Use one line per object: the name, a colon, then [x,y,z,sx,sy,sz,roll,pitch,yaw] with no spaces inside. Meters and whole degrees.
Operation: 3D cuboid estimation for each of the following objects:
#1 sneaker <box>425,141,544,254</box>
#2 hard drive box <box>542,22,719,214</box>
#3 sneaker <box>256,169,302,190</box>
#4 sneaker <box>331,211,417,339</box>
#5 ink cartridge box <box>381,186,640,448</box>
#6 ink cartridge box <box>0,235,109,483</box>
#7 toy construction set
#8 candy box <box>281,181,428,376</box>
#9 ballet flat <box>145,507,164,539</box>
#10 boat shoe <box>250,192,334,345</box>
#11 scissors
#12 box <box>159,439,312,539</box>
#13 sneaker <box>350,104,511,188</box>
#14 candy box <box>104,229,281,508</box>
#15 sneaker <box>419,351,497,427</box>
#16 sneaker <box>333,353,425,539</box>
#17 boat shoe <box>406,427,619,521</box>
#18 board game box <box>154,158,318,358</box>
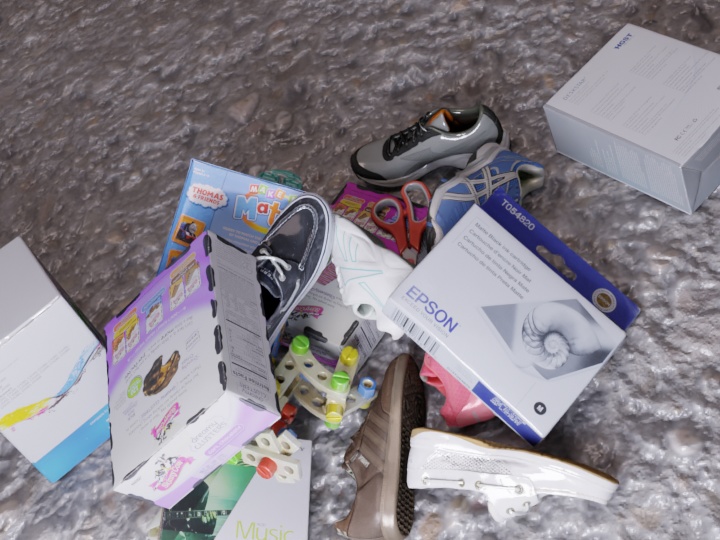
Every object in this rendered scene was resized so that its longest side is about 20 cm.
sneaker: [0.135,-0.076,1.280,0.076,0.077,0.200,16,46,28]
hard drive box: [0.328,-0.173,1.283,0.156,0.077,0.199,-43,46,-13]
sneaker: [-0.112,-0.023,1.369,0.076,0.092,0.202,14,48,11]
sneaker: [0.000,0.000,1.222,0.081,0.070,0.200,-58,40,7]
ink cartridge box: [0.155,0.032,1.126,0.199,0.041,0.200,40,63,8]
ink cartridge box: [-0.367,0.100,1.311,0.145,0.201,0.147,-39,45,-10]
toy construction set: [-0.072,0.142,1.153,0.130,0.093,0.200,26,32,10]
candy box: [-0.010,0.006,1.310,0.135,0.061,0.201,20,62,36]
ballet flat: [-0.188,0.280,1.158,0.066,0.068,0.202,-16,44,27]
boat shoe: [-0.092,0.008,1.194,0.071,0.068,0.202,32,88,12]
scissors: [0.059,-0.019,1.249,0.072,0.014,0.202,-19,48,6]
box: [-0.121,0.247,1.123,0.142,0.037,0.202,8,47,-8]
sneaker: [0.077,-0.157,1.398,0.197,0.080,0.075,-11,48,20]
candy box: [-0.166,0.094,1.113,0.167,0.071,0.202,-39,42,26]
sneaker: [0.093,0.074,1.188,0.086,0.074,0.202,-24,45,7]
sneaker: [0.016,0.170,1.145,0.074,0.071,0.202,-9,47,21]
boat shoe: [0.136,0.196,1.069,0.197,0.071,0.071,9,81,23]
board game box: [-0.140,-0.003,1.255,0.149,0.037,0.203,16,85,8]
